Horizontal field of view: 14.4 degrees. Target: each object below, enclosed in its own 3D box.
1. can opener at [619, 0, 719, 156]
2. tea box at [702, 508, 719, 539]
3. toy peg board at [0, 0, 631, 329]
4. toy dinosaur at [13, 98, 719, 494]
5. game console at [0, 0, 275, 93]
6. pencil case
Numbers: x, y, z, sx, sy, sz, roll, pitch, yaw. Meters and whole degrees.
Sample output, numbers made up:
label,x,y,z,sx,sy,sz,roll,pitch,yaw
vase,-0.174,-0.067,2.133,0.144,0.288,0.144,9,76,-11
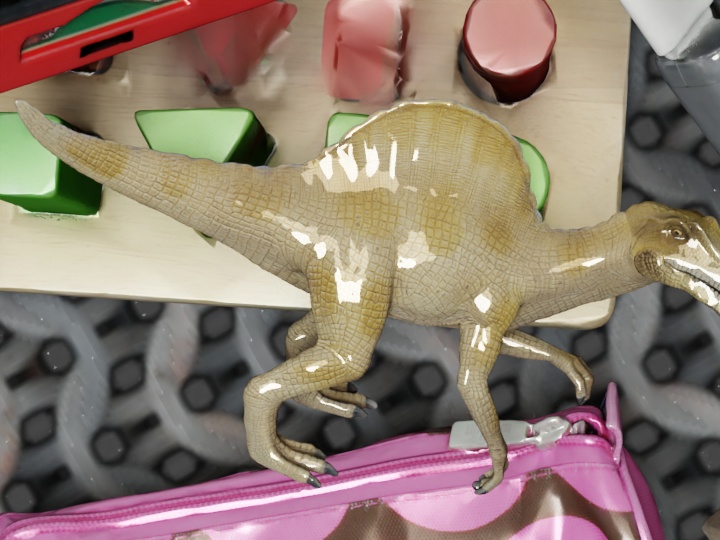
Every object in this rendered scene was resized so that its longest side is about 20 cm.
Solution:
label,x,y,z,sx,sy,sz,roll,pitch,yaw
can opener,0.114,-0.061,0.787,0.053,0.066,0.200,-48,119,-21
tea box,0.232,0.091,0.779,0.200,0.134,0.197,-37,86,0
toy peg board,-0.019,-0.090,0.813,0.199,0.098,0.200,4,88,1
toy dinosaur,0.000,0.000,0.749,0.199,0.058,0.102,10,114,-12
game console,-0.084,-0.137,0.743,0.199,0.031,0.177,-22,68,-33
pencil case,-0.013,0.091,0.810,0.199,0.091,0.094,-12,131,-1
